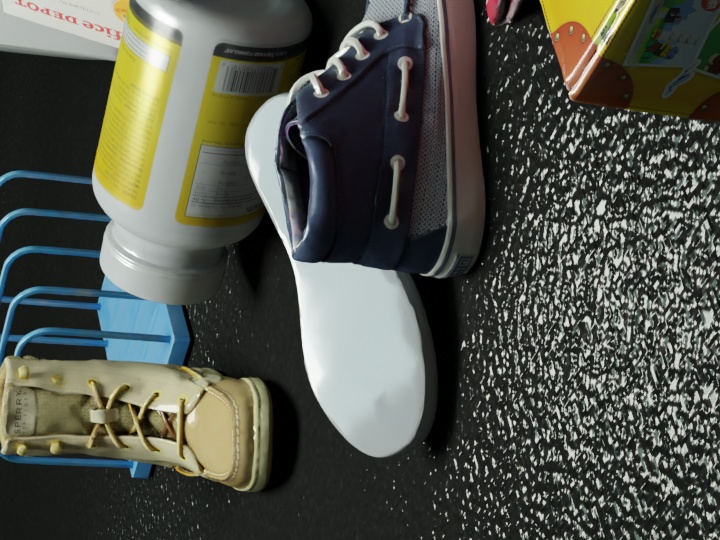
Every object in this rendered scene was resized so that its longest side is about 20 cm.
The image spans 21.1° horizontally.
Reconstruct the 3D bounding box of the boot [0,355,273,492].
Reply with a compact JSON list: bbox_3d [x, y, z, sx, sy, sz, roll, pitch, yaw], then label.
[{"bbox_3d":[-0.145,0.092,1.206,0.200,0.155,0.073,-161,77,-68],"label":"boot"}]

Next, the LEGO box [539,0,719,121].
[{"bbox_3d":[0.128,-0.175,0.664,0.200,0.077,0.149,119,148,-47],"label":"LEGO box"}]

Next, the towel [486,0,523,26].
[{"bbox_3d":[0.055,-0.216,0.843,0.145,0.022,0.200,53,-147,-88],"label":"towel"}]

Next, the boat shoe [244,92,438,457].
[{"bbox_3d":[0.000,0.000,0.985,0.069,0.057,0.200,-28,70,26],"label":"boat shoe"}]

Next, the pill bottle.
[{"bbox_3d":[-0.104,-0.084,1.199,0.112,0.112,0.200,-118,39,-54],"label":"pill bottle"}]

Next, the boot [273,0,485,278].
[{"bbox_3d":[0.005,-0.094,0.947,0.073,0.090,0.200,130,140,-56],"label":"boot"}]

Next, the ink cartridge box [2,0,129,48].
[{"bbox_3d":[-0.159,-0.239,1.246,0.200,0.128,0.125,90,-158,-58],"label":"ink cartridge box"}]

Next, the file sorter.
[{"bbox_3d":[-0.217,0.036,1.452,0.200,0.123,0.139,-111,32,-48],"label":"file sorter"}]

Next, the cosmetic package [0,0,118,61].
[{"bbox_3d":[-0.301,-0.274,1.677,0.200,0.166,0.168,-165,80,-68],"label":"cosmetic package"}]
